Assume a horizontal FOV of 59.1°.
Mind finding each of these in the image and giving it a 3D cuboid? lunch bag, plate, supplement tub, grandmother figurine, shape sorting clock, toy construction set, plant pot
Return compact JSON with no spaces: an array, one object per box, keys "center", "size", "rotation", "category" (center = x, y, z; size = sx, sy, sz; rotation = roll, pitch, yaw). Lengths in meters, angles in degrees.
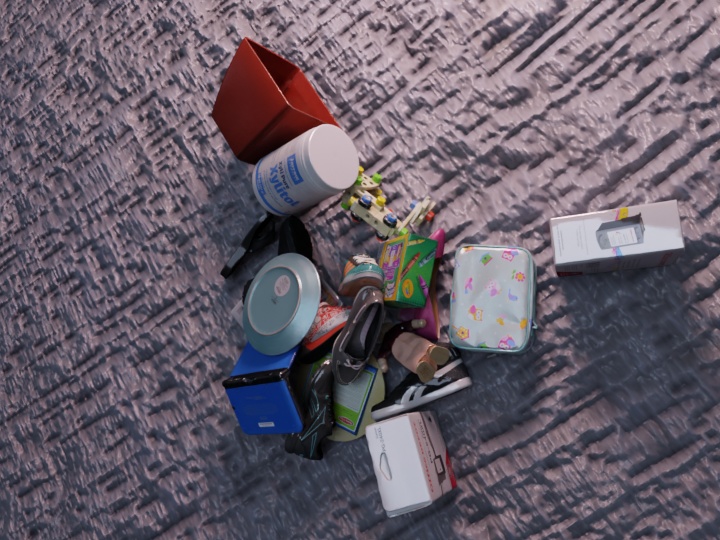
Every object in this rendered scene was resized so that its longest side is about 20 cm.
[{"center":[0.246,0.057,1.161],"size":[0.158,0.077,0.204],"rotation":[2,81,19],"category":"lunch bag"},{"center":[-0.159,0.059,1.211],"size":[0.198,0.025,0.204],"rotation":[-15,63,33],"category":"plate"},{"center":[-0.112,-0.193,1.253],"size":[0.199,0.131,0.134],"rotation":[-17,72,47],"category":"supplement tub"},{"center":[0.076,0.139,1.174],"size":[0.121,0.061,0.200],"rotation":[-39,29,-11],"category":"grandmother figurine"},{"center":[-0.040,0.233,1.254],"size":[0.197,0.039,0.204],"rotation":[-4,80,24],"category":"shape sorting clock"},{"center":[0.046,-0.127,1.256],"size":[0.198,0.131,0.093],"rotation":[25,120,17],"category":"toy construction set"},{"center":[-0.195,-0.329,1.343],"size":[0.176,0.199,0.201],"rotation":[-41,69,21],"category":"plant pot"}]

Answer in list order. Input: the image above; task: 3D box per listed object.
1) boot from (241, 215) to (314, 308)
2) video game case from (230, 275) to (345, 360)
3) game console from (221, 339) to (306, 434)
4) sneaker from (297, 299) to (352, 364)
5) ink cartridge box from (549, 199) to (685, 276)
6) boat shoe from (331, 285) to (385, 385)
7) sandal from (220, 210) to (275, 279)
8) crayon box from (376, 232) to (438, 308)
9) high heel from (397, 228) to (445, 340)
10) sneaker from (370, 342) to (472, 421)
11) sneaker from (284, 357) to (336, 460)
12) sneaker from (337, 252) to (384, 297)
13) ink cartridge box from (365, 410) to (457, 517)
[{"center":[-0.172,0.003,1.305],"size":[0.161,0.073,0.201],"rotation":[-31,55,25],"category":"boot"},{"center":[-0.155,0.081,1.335],"size":[0.200,0.024,0.182],"rotation":[-47,69,6],"category":"video game case"},{"center":[-0.166,0.214,1.241],"size":[0.198,0.118,0.173],"rotation":[-16,98,45],"category":"game console"},{"center":[-0.054,0.088,1.232],"size":[0.200,0.067,0.109],"rotation":[-33,56,19],"category":"sneaker"},{"center":[0.426,-0.048,1.076],"size":[0.197,0.147,0.087],"rotation":[-9,78,17],"category":"ink cartridge box"},{"center":[-0.005,0.126,1.143],"size":[0.066,0.057,0.203],"rotation":[12,108,-18],"category":"boat shoe"},{"center":[-0.226,-0.057,1.370],"size":[0.048,0.075,0.201],"rotation":[37,103,-3],"category":"sandal"},{"center":[0.074,0.006,1.171],"size":[0.057,0.200,0.121],"rotation":[13,84,-12],"category":"crayon box"},{"center":[0.142,0.027,1.205],"size":[0.095,0.067,0.203],"rotation":[26,95,32],"category":"high heel"},{"center":[0.100,0.200,1.194],"size":[0.197,0.073,0.113],"rotation":[-21,70,3],"category":"sneaker"},{"center":[-0.076,0.266,1.215],"size":[0.078,0.075,0.203],"rotation":[23,98,12],"category":"sneaker"},{"center":[0.000,0.000,1.208],"size":[0.070,0.200,0.081],"rotation":[13,78,-13],"category":"sneaker"},{"center":[0.092,0.327,1.102],"size":[0.082,0.200,0.148],"rotation":[-20,74,15],"category":"ink cartridge box"}]
